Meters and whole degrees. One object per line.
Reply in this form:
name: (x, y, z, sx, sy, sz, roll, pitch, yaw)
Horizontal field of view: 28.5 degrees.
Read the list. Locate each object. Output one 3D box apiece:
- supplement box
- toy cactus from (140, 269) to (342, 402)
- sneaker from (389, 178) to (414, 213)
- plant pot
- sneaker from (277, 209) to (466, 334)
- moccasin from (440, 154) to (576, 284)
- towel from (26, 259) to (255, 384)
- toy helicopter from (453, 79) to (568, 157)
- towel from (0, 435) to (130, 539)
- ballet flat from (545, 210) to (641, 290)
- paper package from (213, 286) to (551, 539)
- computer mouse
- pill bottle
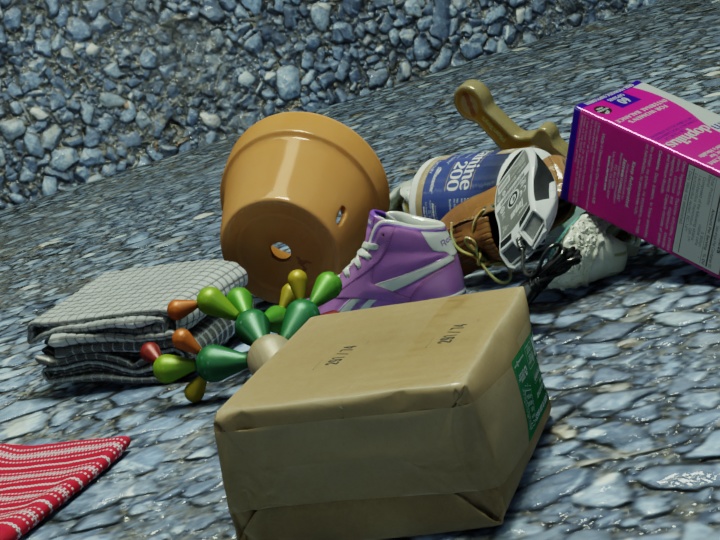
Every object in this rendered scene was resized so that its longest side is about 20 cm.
supplement box: (0.294, -0.085, 1.300, 0.100, 0.105, 0.199, -24, 42, -37)
toy cactus: (-0.095, 0.073, 1.312, 0.197, 0.104, 0.165, -17, 32, -16)
sneaker: (0.099, -0.081, 1.730, 0.080, 0.078, 0.199, -19, 5, -23)
plant pot: (-0.075, -0.057, 1.594, 0.197, 0.202, 0.141, -10, 29, 19)
sneaker: (0.000, 0.000, 1.406, 0.197, 0.116, 0.073, -14, 14, 10)
moccasin: (0.140, -0.037, 1.436, 0.200, 0.074, 0.078, -27, 32, 29)
towel: (-0.228, 0.059, 1.488, 0.197, 0.087, 0.166, -7, 17, 24)
toy helicopter: (0.180, -0.135, 1.628, 0.079, 0.200, 0.133, -39, -9, -36)
towel: (-0.297, 0.185, 1.173, 0.143, 0.023, 0.200, -8, 15, 25)
ballet flat: (0.237, -0.029, 1.378, 0.071, 0.073, 0.200, -7, 17, 29)
paper package: (0.024, 0.100, 0.985, 0.188, 0.105, 0.200, -9, 14, 20)
computer mouse: (0.162, -0.039, 1.313, 0.043, 0.110, 0.202, 22, 39, -15)
pill bottle: (0.157, -0.075, 1.541, 0.198, 0.113, 0.110, -1, 19, 46)
